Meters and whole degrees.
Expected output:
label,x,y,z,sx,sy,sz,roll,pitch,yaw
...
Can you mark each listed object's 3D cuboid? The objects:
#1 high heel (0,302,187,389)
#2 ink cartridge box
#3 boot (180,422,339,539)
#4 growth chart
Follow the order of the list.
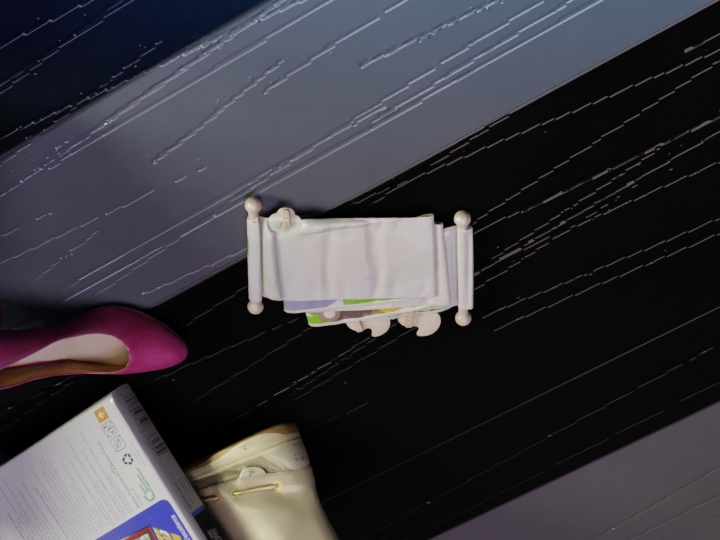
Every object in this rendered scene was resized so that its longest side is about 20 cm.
label,x,y,z,sx,sy,sz,roll,pitch,yaw
high heel,-0.238,0.076,1.874,0.199,0.096,0.067,12,131,-17
ink cartridge box,-0.228,0.230,1.989,0.200,0.047,0.198,-32,91,26
boot,-0.113,0.240,2.007,0.200,0.156,0.073,-27,171,15
growth chart,0.000,0.000,1.881,0.199,0.018,0.145,2,134,-8
